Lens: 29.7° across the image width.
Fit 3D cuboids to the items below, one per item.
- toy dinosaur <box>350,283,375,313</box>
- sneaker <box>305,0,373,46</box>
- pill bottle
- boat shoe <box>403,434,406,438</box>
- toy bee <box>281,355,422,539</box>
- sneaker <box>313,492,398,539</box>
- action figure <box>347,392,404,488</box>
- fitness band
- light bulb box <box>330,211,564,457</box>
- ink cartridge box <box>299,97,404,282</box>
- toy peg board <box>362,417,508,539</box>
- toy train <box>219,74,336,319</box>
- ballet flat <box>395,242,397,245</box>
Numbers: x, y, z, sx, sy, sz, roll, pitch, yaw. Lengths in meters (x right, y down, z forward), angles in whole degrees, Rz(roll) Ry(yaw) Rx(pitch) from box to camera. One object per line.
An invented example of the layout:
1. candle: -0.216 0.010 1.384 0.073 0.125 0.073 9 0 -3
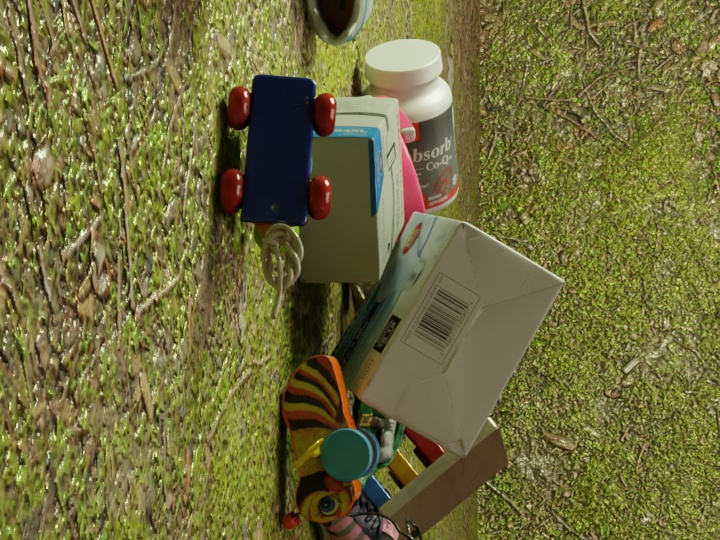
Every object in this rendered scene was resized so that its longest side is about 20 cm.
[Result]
1. toy dinosaur: 0.000 0.000 1.567 0.101 0.058 0.201 104 -17 -48
2. sneaker: -0.023 -0.322 1.338 0.081 0.076 0.201 -71 157 -57
3. pill bottle: 0.060 -0.178 1.697 0.116 0.115 0.201 -77 163 -55
4. boat shoe: 0.039 0.137 1.670 0.069 0.074 0.201 -86 172 -56
5. toy bee: -0.033 0.184 1.230 0.201 0.108 0.131 66 6 29
6. sneaker: -0.003 0.249 1.389 0.070 0.082 0.201 -81 166 -44
7. action figure: 0.018 0.154 1.532 0.055 0.118 0.201 44 50 -43
8. fitness band: 0.033 -0.119 1.560 0.200 0.037 0.144 -120 -159 -56
9. light bulb box: 0.077 0.057 1.357 0.199 0.124 0.200 -60 -168 -2
10. ink cartridge box: -0.009 -0.087 1.371 0.200 0.084 0.147 -64 153 -69
11. toy peg board: 0.073 0.245 1.684 0.098 0.199 0.200 49 -6 22
12. toy train: -0.067 -0.041 1.070 0.116 0.084 0.201 102 -9 -70
13. ballet flat: 0.056 -0.008 1.595 0.200 0.067 0.063 -108 -161 -55
